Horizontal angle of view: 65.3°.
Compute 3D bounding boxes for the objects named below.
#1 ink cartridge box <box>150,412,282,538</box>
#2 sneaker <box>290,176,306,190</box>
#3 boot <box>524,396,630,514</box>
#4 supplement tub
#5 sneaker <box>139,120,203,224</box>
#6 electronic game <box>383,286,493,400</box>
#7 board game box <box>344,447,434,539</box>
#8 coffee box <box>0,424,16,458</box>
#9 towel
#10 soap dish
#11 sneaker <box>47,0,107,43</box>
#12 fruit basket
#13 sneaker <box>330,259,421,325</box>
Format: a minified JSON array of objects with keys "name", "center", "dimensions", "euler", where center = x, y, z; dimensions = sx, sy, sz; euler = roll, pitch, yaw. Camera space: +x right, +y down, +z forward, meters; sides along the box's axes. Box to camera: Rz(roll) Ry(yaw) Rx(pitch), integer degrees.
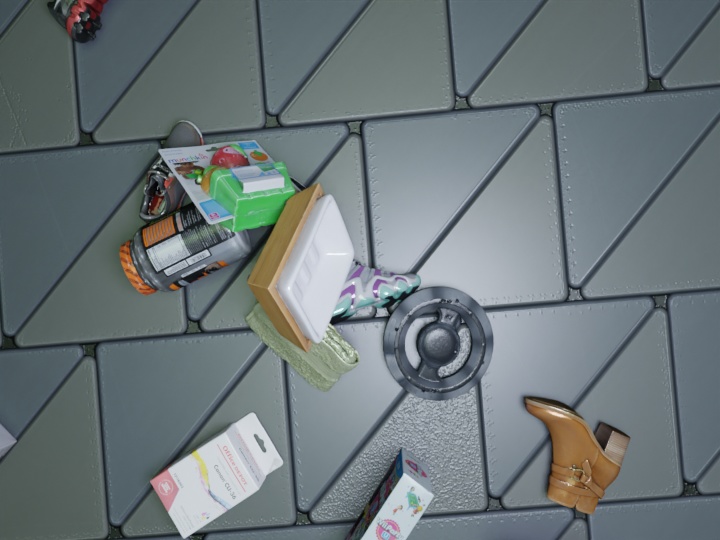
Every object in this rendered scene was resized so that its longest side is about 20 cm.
[{"name":"ink cartridge box","center":[-0.248,0.354,0.986],"dimensions":[0.198,0.067,0.118],"euler":[-34,89,1]},{"name":"sneaker","center":[-0.111,-0.121,0.980],"dimensions":[0.197,0.083,0.073],"euler":[28,90,2]},{"name":"boot","center":[0.350,0.319,0.969],"dimensions":[0.197,0.074,0.157],"euler":[25,94,4]},{"name":"supplement tub","center":[-0.299,-0.043,0.965],"dimensions":[0.197,0.123,0.124],"euler":[-25,89,2]},{"name":"sneaker","center":[-0.333,-0.169,0.987],"dimensions":[0.076,0.082,0.204],"euler":[17,90,2]},{"name":"electronic game","center":[0.137,0.129,0.989],"dimensions":[0.196,0.042,0.205],"euler":[0,96,-3]},{"name":"board game box","center":[0.042,0.416,0.938],"dimensions":[0.064,0.148,0.202],"euler":[33,90,4]},{"name":"coffee box","center":[-0.736,0.345,0.994],"dimensions":[0.114,0.080,0.200],"euler":[43,91,2]},{"name":"towel","center":[-0.103,0.118,0.959],"dimensions":[0.199,0.149,0.037],"euler":[42,47,-1]},{"name":"soap dish","center":[-0.086,-0.005,0.854],"dimensions":[0.080,0.159,0.202],"euler":[5,53,23]},{"name":"sneaker","center":[-0.484,-0.516,1.001],"dimensions":[0.097,0.071,0.202],"euler":[33,92,0]},{"name":"fruit basket","center":[-0.200,-0.156,0.904],"dimensions":[0.183,0.095,0.201],"euler":[-15,55,-36]},{"name":"sneaker","center":[0.000,0.000,0.981],"dimensions":[0.197,0.078,0.142],"euler":[-15,70,-19]}]
